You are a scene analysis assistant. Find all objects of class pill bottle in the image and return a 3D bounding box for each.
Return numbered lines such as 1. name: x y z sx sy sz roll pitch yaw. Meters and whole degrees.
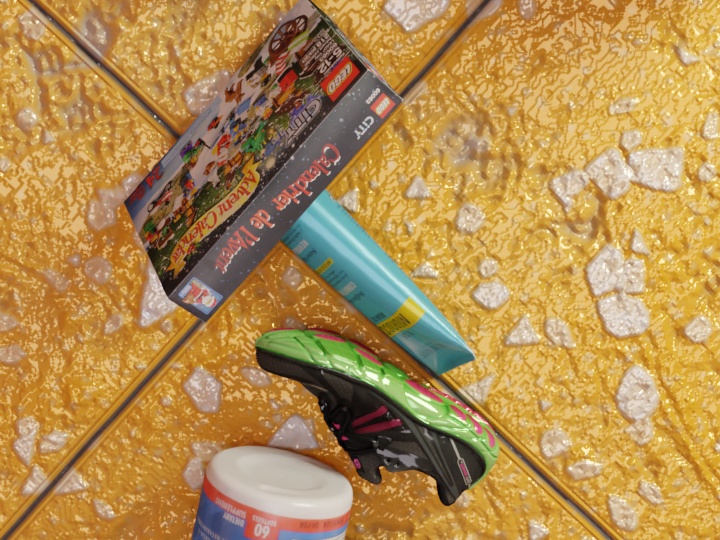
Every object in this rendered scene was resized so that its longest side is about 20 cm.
1. pill bottle: -0.078 0.242 1.096 0.111 0.112 0.203 12 101 -2

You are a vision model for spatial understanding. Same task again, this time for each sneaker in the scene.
1. sneaker: 0.006 0.108 1.087 0.199 0.077 0.084 31 96 -4

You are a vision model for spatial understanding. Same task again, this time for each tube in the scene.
1. tube: 0.000 0.000 1.074 0.200 0.077 0.050 44 74 -5

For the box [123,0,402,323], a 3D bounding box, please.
1. box: -0.072 -0.080 1.020 0.038 0.137 0.200 36 101 -35
